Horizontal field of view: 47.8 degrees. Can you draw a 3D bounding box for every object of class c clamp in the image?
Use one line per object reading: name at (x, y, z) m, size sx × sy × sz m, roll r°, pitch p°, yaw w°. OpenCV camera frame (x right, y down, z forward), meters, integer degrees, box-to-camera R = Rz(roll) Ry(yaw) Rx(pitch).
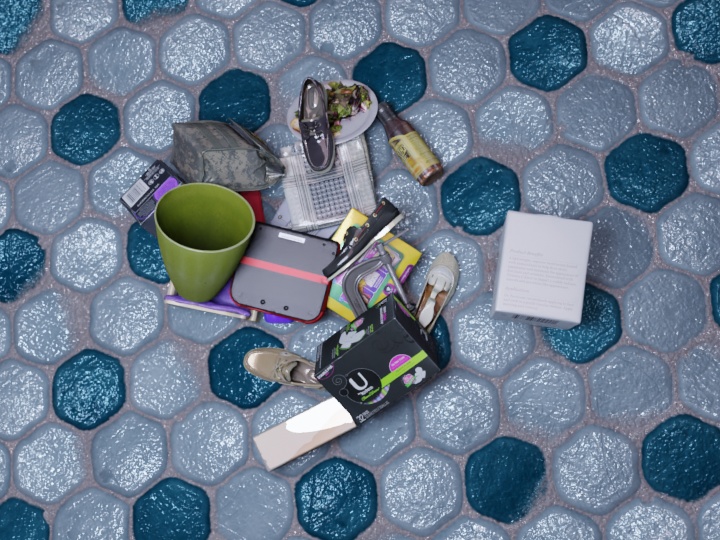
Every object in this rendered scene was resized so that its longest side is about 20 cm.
c clamp at (0.053, 0.037, 1.623) m, size 0.171 × 0.027 × 0.200 m, roll -24°, pitch 113°, yaw -11°

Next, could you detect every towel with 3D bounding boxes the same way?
towel at (-0.070, -0.191, 1.717) m, size 0.192 × 0.035 × 0.200 m, roll -12°, pitch 79°, yaw 4°

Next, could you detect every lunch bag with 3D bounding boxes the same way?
lunch bag at (-0.271, -0.241, 1.689) m, size 0.200 × 0.118 × 0.164 m, roll -9°, pitch 36°, yaw -32°

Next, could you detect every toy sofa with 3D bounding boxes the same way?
toy sofa at (-0.305, 0.049, 1.706) m, size 0.200 × 0.098 × 0.083 m, roll 11°, pitch 82°, yaw 9°

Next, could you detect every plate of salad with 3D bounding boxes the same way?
plate of salad at (-0.063, -0.348, 1.740) m, size 0.200 × 0.048 × 0.200 m, roll -6°, pitch 54°, yaw 8°

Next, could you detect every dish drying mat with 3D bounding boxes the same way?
dish drying mat at (-0.240, -0.116, 1.746) m, size 0.077 × 0.018 × 0.200 m, roll -3°, pitch 78°, yaw -34°

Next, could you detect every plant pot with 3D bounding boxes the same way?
plant pot at (-0.311, -0.036, 1.595) m, size 0.187 × 0.200 × 0.187 m, roll 8°, pitch 46°, yaw -9°

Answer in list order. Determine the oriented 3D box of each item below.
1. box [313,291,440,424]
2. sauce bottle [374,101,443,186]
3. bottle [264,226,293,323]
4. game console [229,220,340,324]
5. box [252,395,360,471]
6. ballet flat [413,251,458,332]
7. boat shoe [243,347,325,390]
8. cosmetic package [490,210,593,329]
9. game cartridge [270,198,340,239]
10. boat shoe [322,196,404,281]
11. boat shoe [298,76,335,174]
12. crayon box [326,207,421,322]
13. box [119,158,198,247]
box at (0.032, 0.171, 1.588) m, size 0.200 × 0.124 × 0.149 m, roll -37°, pitch 108°, yaw 15°
sauce bottle at (0.098, -0.272, 1.733) m, size 0.066 × 0.066 × 0.200 m, roll -35°, pitch 74°, yaw 0°
bottle at (-0.168, 0.009, 1.691) m, size 0.065 × 0.084 × 0.200 m, roll 0°, pitch 91°, yaw -5°
game console at (-0.155, 0.005, 1.638) m, size 0.200 × 0.031 × 0.177 m, roll 14°, pitch 86°, yaw 2°
box at (-0.107, 0.324, 1.642) m, size 0.200 × 0.095 × 0.078 m, roll -28°, pitch 79°, yaw 3°
ballet flat at (0.155, 0.054, 1.672) m, size 0.067 × 0.062 × 0.200 m, roll 22°, pitch 84°, yaw 1°
boat shoe at (-0.149, 0.203, 1.679) m, size 0.200 × 0.065 × 0.072 m, roll 15°, pitch 83°, yaw 8°
cosmetic package at (0.353, 0.002, 1.607) m, size 0.165 × 0.165 × 0.200 m, roll 9°, pitch 82°, yaw 7°
game cartridge at (-0.097, -0.125, 1.744) m, size 0.133 × 0.042 × 0.200 m, roll 42°, pitch 87°, yaw 15°
boat shoe at (-0.004, -0.060, 1.606) m, size 0.201 × 0.074 × 0.063 m, roll -45°, pitch 92°, yaw -4°
boat shoe at (-0.097, -0.300, 1.668) m, size 0.072 × 0.065 × 0.200 m, roll -6°, pitch 81°, yaw 15°
crayon box at (0.000, 0.000, 1.674) m, size 0.172 × 0.058 × 0.200 m, roll 33°, pitch 92°, yaw -2°
box at (-0.376, -0.114, 1.678) m, size 0.122 × 0.200 × 0.106 m, roll -46°, pitch 53°, yaw -3°
